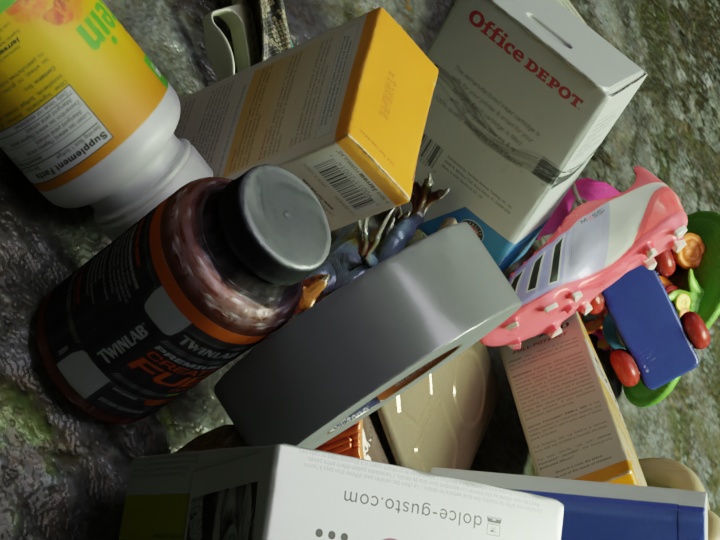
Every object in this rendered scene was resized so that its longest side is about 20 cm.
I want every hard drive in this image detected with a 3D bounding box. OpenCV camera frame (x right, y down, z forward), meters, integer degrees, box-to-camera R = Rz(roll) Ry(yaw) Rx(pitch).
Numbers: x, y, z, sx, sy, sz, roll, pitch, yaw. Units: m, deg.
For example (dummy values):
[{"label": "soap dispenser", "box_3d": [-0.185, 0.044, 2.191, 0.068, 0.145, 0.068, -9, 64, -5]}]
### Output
[{"label": "hard drive", "box_3d": [0.155, 0.203, 1.300, 0.132, 0.199, 0.025, 78, 21, -43]}]

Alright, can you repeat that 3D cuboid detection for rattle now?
[{"label": "rattle", "box_3d": [0.267, 0.251, 1.470, 0.130, 0.200, 0.143, -30, 121, -26]}]

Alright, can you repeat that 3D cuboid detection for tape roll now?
[{"label": "tape roll", "box_3d": [0.005, 0.050, 1.139, 0.200, 0.200, 0.066, -24, 79, -54]}]

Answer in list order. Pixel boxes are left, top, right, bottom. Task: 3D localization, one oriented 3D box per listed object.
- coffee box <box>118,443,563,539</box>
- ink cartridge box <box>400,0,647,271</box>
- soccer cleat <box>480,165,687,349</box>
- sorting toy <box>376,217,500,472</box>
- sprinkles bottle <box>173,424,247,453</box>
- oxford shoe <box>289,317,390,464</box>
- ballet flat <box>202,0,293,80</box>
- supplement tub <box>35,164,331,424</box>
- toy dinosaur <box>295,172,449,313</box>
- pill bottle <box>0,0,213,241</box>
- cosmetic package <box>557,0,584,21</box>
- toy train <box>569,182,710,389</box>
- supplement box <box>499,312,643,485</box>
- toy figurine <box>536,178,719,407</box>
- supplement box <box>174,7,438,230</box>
[{"label": "coffee box", "box_3d": [-0.024, 0.219, 1.035, 0.199, 0.200, 0.199, 15, 75, -29]}, {"label": "ink cartridge box", "box_3d": [0.110, -0.117, 1.407, 0.145, 0.200, 0.084, 41, 34, 13]}, {"label": "soccer cleat", "box_3d": [0.170, -0.009, 1.412, 0.077, 0.200, 0.067, 56, -6, 25]}, {"label": "sorting toy", "box_3d": [0.054, 0.088, 1.359, 0.185, 0.036, 0.201, -60, 144, -48]}, {"label": "sprinkles bottle", "box_3d": [-0.061, 0.203, 1.175, 0.200, 0.068, 0.068, 60, 37, -10]}, {"label": "oxford shoe", "box_3d": [-0.017, 0.131, 1.282, 0.073, 0.071, 0.201, 0, 75, -73]}, {"label": "ballet flat", "box_3d": [-0.088, -0.199, 1.353, 0.075, 0.068, 0.201, 1, 73, -35]}, {"label": "supplement tub", "box_3d": [-0.108, 0.012, 1.091, 0.107, 0.200, 0.107, 26, 47, -32]}, {"label": "toy dinosaur", "box_3d": [0.000, 0.000, 1.339, 0.200, 0.105, 0.182, 56, 51, -29]}, {"label": "pill bottle", "box_3d": [-0.187, -0.112, 1.137, 0.200, 0.111, 0.111, 51, 40, -22]}, {"label": "cosmetic package", "box_3d": [0.141, -0.184, 1.623, 0.105, 0.071, 0.200, 45, 42, -29]}, {"label": "toy train", "box_3d": [0.215, -0.004, 1.510, 0.201, 0.084, 0.116, 63, -1, -10]}, {"label": "supplement box", "box_3d": [0.179, 0.143, 1.414, 0.200, 0.073, 0.126, -102, 167, -51]}, {"label": "toy figurine", "box_3d": [0.223, 0.000, 1.620, 0.184, 0.150, 0.201, 26, 77, -25]}, {"label": "supplement box", "box_3d": [-0.052, -0.084, 1.218, 0.074, 0.199, 0.126, 44, 43, -33]}]
